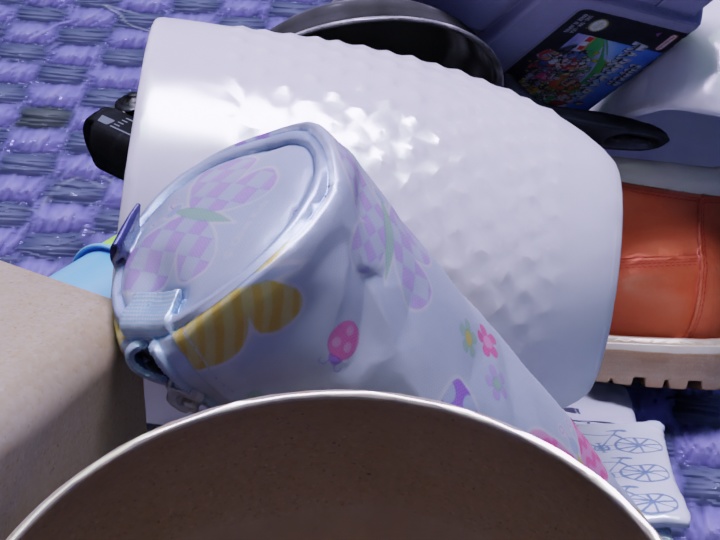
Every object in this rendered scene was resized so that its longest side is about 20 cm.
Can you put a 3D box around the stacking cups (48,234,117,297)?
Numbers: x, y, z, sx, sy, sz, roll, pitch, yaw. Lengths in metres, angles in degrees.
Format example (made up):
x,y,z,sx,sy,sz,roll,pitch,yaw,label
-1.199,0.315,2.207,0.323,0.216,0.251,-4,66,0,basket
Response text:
x,y,z,sx,sy,sz,roll,pitch,yaw,label
-0.124,0.018,0.975,0.060,0.061,0.200,22,35,33,stacking cups

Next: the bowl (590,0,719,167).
x,y,z,sx,sy,sz,roll,pitch,yaw,label
0.200,-0.068,1.013,0.199,0.075,0.200,12,-11,-9,bowl

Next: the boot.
x,y,z,sx,sy,sz,roll,pitch,yaw,label
0.066,-0.009,0.970,0.198,0.108,0.075,4,3,1,boot

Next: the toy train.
x,y,z,sx,sy,sz,roll,pitch,yaw,label
-0.058,-0.039,0.979,0.046,0.034,0.199,-29,35,-34,toy train

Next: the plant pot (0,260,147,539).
x,y,z,sx,sy,sz,roll,pitch,yaw,label
-0.165,0.088,0.654,0.199,0.201,0.177,17,37,26,plant pot

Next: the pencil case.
x,y,z,sx,sy,sz,roll,pitch,yaw,label
0.011,0.048,0.678,0.083,0.200,0.091,-16,39,37,pencil case

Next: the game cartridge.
x,y,z,sx,sy,sz,roll,pitch,yaw,label
0.053,-0.097,0.934,0.129,0.200,0.039,14,62,-26,game cartridge

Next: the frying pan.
x,y,z,sx,sy,sz,roll,pitch,yaw,label
0.037,-0.079,0.892,0.189,0.115,0.031,-7,64,-4,frying pan

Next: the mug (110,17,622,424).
x,y,z,sx,sy,sz,roll,pitch,yaw,label
0.000,0.000,0.840,0.174,0.200,0.149,7,71,-3,mug

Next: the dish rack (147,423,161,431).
x,y,z,sx,sy,sz,roll,pitch,yaw,label
-0.173,0.073,0.831,0.198,0.044,0.172,-1,45,-4,dish rack

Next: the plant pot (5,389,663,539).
x,y,z,sx,sy,sz,roll,pitch,yaw,label
-0.007,0.152,0.587,0.199,0.135,0.201,-1,49,1,plant pot

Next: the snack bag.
x,y,z,sx,sy,sz,roll,pitch,yaw,label
0.030,0.064,0.885,0.187,0.022,0.200,4,13,2,snack bag
